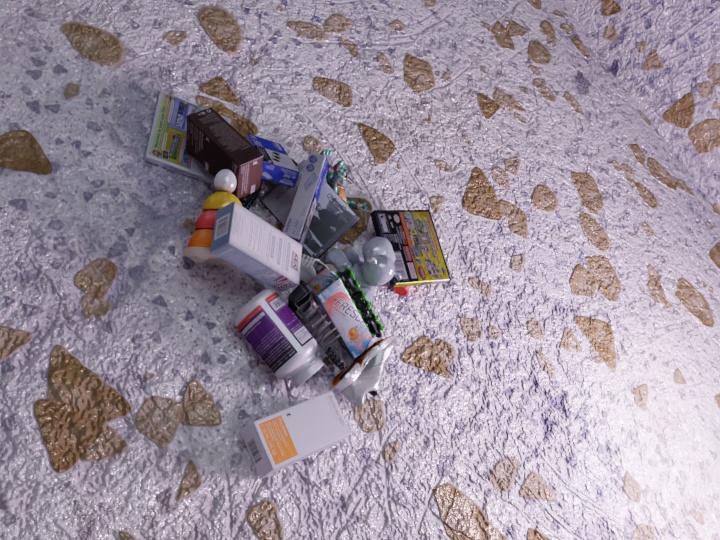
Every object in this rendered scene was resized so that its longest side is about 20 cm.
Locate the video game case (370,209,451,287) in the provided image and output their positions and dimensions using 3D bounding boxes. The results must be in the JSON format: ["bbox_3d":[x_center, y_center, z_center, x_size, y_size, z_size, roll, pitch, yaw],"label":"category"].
[{"bbox_3d":[0.127,-0.059,1.809,0.178,0.025,0.203,-3,68,-33],"label":"video game case"}]

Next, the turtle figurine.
[{"bbox_3d":[-0.049,-0.204,1.793,0.099,0.150,0.202,-23,57,2],"label":"turtle figurine"}]

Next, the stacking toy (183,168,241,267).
[{"bbox_3d":[-0.289,-0.114,1.514,0.144,0.145,0.204,10,82,-28],"label":"stacking toy"}]

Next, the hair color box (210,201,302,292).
[{"bbox_3d":[-0.208,-0.045,1.458,0.199,0.060,0.100,33,48,-41],"label":"hair color box"}]

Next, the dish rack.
[{"bbox_3d":[-0.086,0.125,1.543,0.054,0.153,0.201,-38,85,-11],"label":"dish rack"}]

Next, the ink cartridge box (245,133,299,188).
[{"bbox_3d":[-0.215,-0.262,1.696,0.093,0.045,0.200,14,22,-26],"label":"ink cartridge box"}]

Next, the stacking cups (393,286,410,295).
[{"bbox_3d":[0.129,-0.021,1.846,0.060,0.060,0.201,35,54,-10],"label":"stacking cups"}]

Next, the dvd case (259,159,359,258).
[{"bbox_3d":[-0.121,-0.145,1.710,0.150,0.025,0.200,-42,84,-10],"label":"dvd case"}]

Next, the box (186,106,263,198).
[{"bbox_3d":[-0.305,-0.263,1.595,0.075,0.101,0.200,-31,61,-36],"label":"box"}]

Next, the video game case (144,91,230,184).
[{"bbox_3d":[-0.402,-0.310,1.682,0.180,0.022,0.203,18,55,-25],"label":"video game case"}]

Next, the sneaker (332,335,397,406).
[{"bbox_3d":[0.025,0.229,1.613,0.199,0.075,0.093,-39,95,-35],"label":"sneaker"}]

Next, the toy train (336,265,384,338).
[{"bbox_3d":[-0.001,0.068,1.602,0.202,0.041,0.057,61,1,-29],"label":"toy train"}]

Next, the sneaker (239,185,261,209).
[{"bbox_3d":[-0.285,-0.151,1.624,0.070,0.078,0.202,33,49,-12],"label":"sneaker"}]

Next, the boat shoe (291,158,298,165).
[{"bbox_3d":[-0.131,-0.201,1.769,0.071,0.068,0.201,-24,76,-39],"label":"boat shoe"}]

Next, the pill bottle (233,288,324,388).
[{"bbox_3d":[-0.168,0.144,1.499,0.201,0.112,0.112,51,48,3],"label":"pill bottle"}]

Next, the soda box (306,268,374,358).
[{"bbox_3d":[-0.044,0.095,1.567,0.063,0.068,0.201,-37,124,-12],"label":"soda box"}]

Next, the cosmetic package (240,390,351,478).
[{"bbox_3d":[-0.128,0.328,1.440,0.198,0.071,0.102,-16,72,-40],"label":"cosmetic package"}]

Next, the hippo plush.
[{"bbox_3d":[0.000,0.000,1.667,0.157,0.161,0.202,22,52,-21],"label":"hippo plush"}]

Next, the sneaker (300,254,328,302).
[{"bbox_3d":[-0.125,-0.006,1.627,0.199,0.081,0.077,34,52,9],"label":"sneaker"}]

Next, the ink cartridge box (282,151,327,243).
[{"bbox_3d":[-0.126,-0.160,1.644,0.044,0.094,0.203,17,79,2],"label":"ink cartridge box"}]
